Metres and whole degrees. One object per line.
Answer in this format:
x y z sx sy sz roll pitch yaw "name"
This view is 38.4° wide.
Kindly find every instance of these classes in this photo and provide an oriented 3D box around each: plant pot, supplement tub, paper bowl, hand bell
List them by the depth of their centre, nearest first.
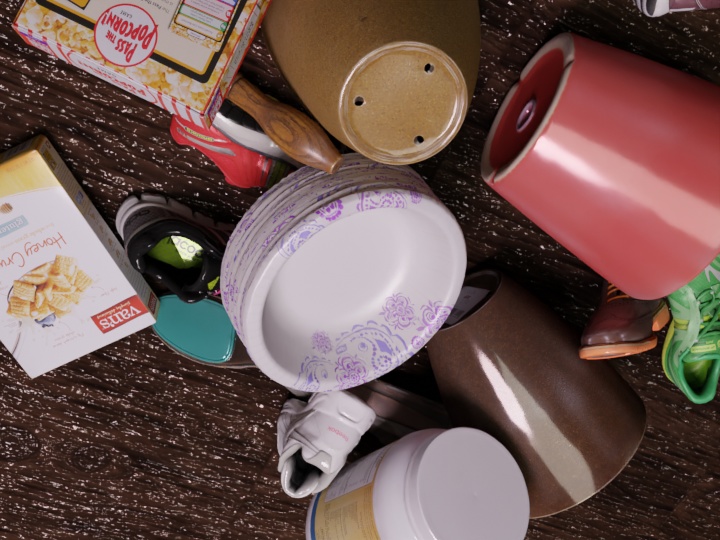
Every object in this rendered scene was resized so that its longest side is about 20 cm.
0.017 -0.167 0.798 0.185 0.201 0.188 -4 124 -5 "plant pot"
-0.092 -0.140 0.798 0.200 0.104 0.104 38 116 12 "hand bell"
-0.020 -0.006 0.861 0.199 0.105 0.202 -17 134 -19 "paper bowl"
0.213 -0.098 0.886 0.176 0.201 0.201 26 116 -13 "plant pot"
0.051 0.234 0.977 0.144 0.146 0.200 24 147 -22 "supplement tub"
0.150 0.105 1.017 0.186 0.187 0.201 -32 109 13 "plant pot"

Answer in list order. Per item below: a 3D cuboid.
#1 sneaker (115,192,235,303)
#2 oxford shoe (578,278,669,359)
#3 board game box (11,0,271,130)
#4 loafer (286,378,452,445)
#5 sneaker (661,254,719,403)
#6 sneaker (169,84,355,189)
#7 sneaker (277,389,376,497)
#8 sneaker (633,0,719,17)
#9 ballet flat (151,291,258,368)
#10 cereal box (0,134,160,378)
-0.129 -0.003 0.947 0.199 0.088 0.074 21 117 -20 "sneaker"
0.243 0.034 0.975 0.071 0.200 0.074 -9 98 25 "oxford shoe"
-0.136 -0.226 0.747 0.151 0.046 0.201 26 84 -1 "board game box"
0.008 0.131 1.073 0.199 0.063 0.072 31 154 -14 "loafer"
0.349 0.049 1.052 0.073 0.084 0.201 -13 123 1 "sneaker"
-0.078 -0.100 0.916 0.199 0.077 0.085 32 133 -24 "sneaker"
-0.056 0.180 1.030 0.078 0.100 0.200 31 154 -2 "sneaker"
0.299 -0.302 0.836 0.114 0.076 0.201 -1 133 -14 "sneaker"
-0.108 0.065 0.996 0.199 0.067 0.069 15 91 18 "ballet flat"
-0.294 -0.008 0.941 0.143 0.040 0.201 -24 119 11 "cereal box"
